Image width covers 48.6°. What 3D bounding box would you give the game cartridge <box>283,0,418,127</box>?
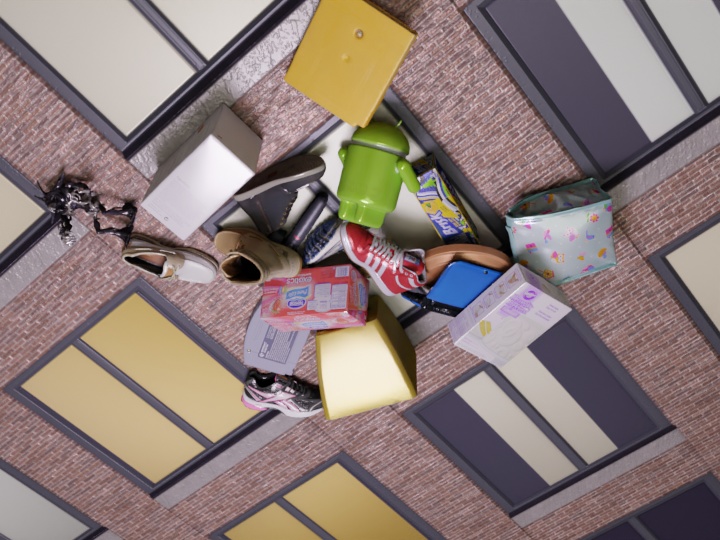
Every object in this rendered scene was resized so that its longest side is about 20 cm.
[{"bbox_3d":[-0.020,-0.375,1.401,0.176,0.032,0.201,34,120,3],"label":"game cartridge"}]

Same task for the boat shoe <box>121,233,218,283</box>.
[{"bbox_3d":[-0.392,-0.010,1.634,0.198,0.069,0.075,16,121,-11],"label":"boat shoe"}]

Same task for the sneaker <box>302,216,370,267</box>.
[{"bbox_3d":[-0.031,-0.065,1.599,0.200,0.077,0.085,-40,124,17],"label":"sneaker"}]

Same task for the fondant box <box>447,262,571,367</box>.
[{"bbox_3d":[0.293,0.093,1.575,0.144,0.058,0.200,27,121,-32],"label":"fondant box"}]

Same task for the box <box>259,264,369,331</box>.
[{"bbox_3d":[-0.091,0.059,1.598,0.198,0.103,0.095,-7,156,24],"label":"box"}]

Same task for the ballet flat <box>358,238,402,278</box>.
[{"bbox_3d":[0.000,0.000,1.660,0.199,0.069,0.063,-32,89,15],"label":"ballet flat"}]

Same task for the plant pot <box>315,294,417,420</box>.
[{"bbox_3d":[0.001,0.169,1.689,0.198,0.200,0.178,-15,110,9],"label":"plant pot"}]

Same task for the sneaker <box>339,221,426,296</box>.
[{"bbox_3d":[0.052,-0.031,1.536,0.112,0.072,0.200,-13,133,37],"label":"sneaker"}]

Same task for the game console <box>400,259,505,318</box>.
[{"bbox_3d":[0.211,0.038,1.624,0.199,0.171,0.119,16,95,-25],"label":"game console"}]

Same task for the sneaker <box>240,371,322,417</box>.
[{"bbox_3d":[-0.173,0.275,1.811,0.198,0.081,0.087,4,121,-4],"label":"sneaker"}]

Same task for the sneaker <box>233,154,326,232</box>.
[{"bbox_3d":[-0.139,-0.150,1.554,0.199,0.075,0.107,-18,125,21],"label":"sneaker"}]

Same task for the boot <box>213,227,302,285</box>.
[{"bbox_3d":[-0.232,-0.027,1.543,0.199,0.155,0.073,23,108,21],"label":"boot"}]

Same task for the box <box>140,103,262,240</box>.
[{"bbox_3d":[-0.291,-0.183,1.477,0.200,0.153,0.106,-38,115,21],"label":"box"}]

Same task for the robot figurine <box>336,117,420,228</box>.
[{"bbox_3d":[0.024,-0.183,1.479,0.115,0.175,0.202,12,94,-47],"label":"robot figurine"}]

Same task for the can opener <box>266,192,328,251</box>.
[{"bbox_3d":[-0.128,-0.074,1.600,0.078,0.064,0.200,33,117,-19],"label":"can opener"}]

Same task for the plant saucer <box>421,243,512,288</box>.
[{"bbox_3d":[0.207,0.004,1.612,0.198,0.033,0.201,4,155,2],"label":"plant saucer"}]

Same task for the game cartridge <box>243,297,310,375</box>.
[{"bbox_3d":[-0.183,0.135,1.749,0.132,0.041,0.201,16,121,-14],"label":"game cartridge"}]

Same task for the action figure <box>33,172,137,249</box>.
[{"bbox_3d":[-0.540,-0.115,1.548,0.198,0.102,0.120,17,114,-13],"label":"action figure"}]

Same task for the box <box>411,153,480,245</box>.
[{"bbox_3d":[0.163,-0.125,1.567,0.064,0.070,0.201,-25,119,16],"label":"box"}]

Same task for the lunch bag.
[{"bbox_3d":[0.391,-0.070,1.577,0.198,0.122,0.171,-16,122,3],"label":"lunch bag"}]
